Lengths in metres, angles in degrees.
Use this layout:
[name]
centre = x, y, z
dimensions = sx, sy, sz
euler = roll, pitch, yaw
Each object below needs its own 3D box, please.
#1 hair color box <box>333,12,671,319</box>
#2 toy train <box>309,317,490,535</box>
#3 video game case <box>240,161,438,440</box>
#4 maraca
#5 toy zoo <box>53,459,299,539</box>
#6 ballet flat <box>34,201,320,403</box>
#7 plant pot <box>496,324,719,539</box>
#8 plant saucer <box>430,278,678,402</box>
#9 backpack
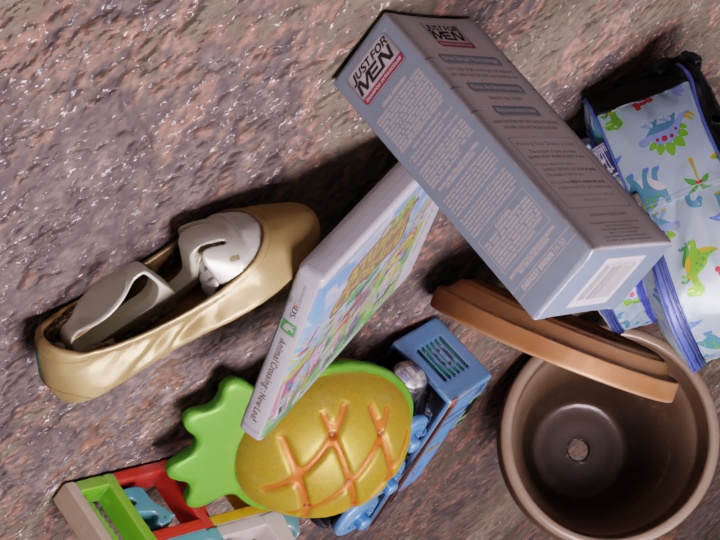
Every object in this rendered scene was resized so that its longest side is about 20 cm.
[hair color box]
centre = 0.084, -0.065, 1.289
dimensions = 0.099, 0.200, 0.061
euler = -5, 140, -54
[toy train]
centre = 0.020, 0.132, 1.727
dimensions = 0.114, 0.087, 0.201
euler = -27, 155, -42
[video game case]
centre = 0.000, 0.000, 1.436
dimensions = 0.200, 0.022, 0.183
euler = -47, 167, -39
[maraca]
centre = -0.048, 0.123, 1.576
dimensions = 0.199, 0.107, 0.138
euler = 0, 121, -32
[toy zoo]
centre = -0.116, 0.194, 1.566
dimensions = 0.199, 0.131, 0.020
euler = -9, 145, -52
[ballet flat]
centre = -0.111, 0.010, 1.313
dimensions = 0.199, 0.069, 0.063
euler = -36, 143, -12
[plant pot]
centre = 0.215, 0.158, 1.982
dimensions = 0.200, 0.201, 0.175
euler = -36, 176, -8
[plant saucer]
centre = 0.150, 0.049, 1.637
dimensions = 0.200, 0.199, 0.033
euler = 13, 99, -63
[backpack]
centre = 0.228, -0.027, 1.587
dimensions = 0.146, 0.201, 0.183
euler = -24, 161, 8
